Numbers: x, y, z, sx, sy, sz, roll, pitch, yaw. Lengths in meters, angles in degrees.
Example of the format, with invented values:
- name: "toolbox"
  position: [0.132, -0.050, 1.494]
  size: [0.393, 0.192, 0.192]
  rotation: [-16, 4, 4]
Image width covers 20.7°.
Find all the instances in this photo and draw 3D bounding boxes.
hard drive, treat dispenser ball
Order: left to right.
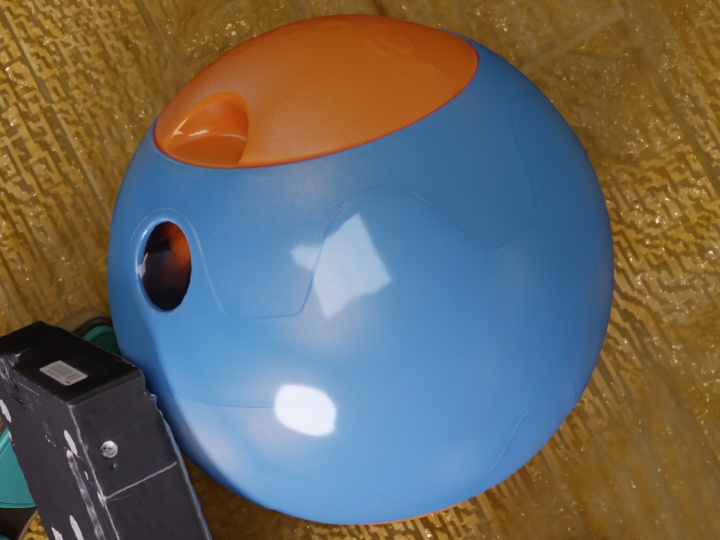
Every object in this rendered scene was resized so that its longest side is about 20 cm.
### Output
- name: "hard drive"
  position: [-0.089, 0.124, 0.794]
  size: [0.038, 0.140, 0.201]
  rotation: [-23, 105, -21]
- name: "treat dispenser ball"
  position: [0.000, 0.000, 0.780]
  size: [0.199, 0.201, 0.202]
  rotation: [0, 87, 9]

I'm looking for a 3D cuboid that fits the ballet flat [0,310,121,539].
- name: "ballet flat"
  position: [-0.174, 0.100, 0.875]
  size: [0.063, 0.069, 0.201]
  rotation: [26, 90, 28]
